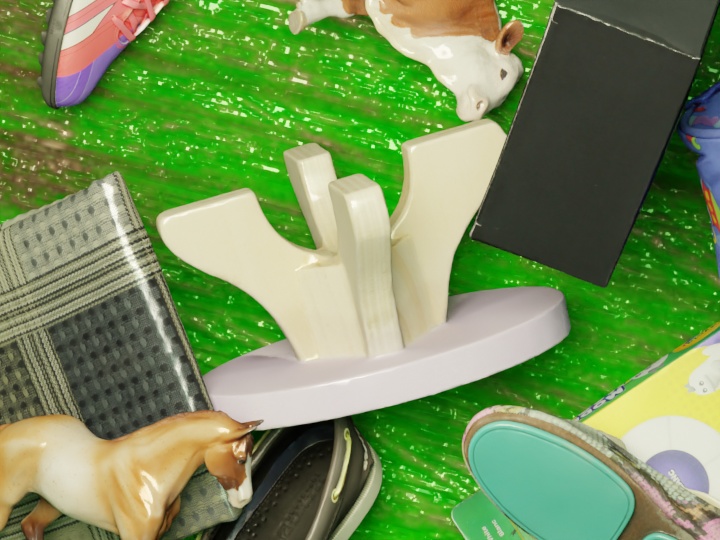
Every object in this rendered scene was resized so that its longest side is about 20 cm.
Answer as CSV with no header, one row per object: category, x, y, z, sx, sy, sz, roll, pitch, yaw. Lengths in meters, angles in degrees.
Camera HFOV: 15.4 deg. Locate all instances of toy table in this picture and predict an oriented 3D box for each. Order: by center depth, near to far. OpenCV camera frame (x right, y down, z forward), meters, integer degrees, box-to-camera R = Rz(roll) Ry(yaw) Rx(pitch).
toy table,0.000,0.000,1.382,0.200,0.184,0.117,-18,103,-19

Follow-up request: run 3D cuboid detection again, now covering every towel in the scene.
towel,-0.158,0.064,1.409,0.200,0.035,0.193,-22,90,39

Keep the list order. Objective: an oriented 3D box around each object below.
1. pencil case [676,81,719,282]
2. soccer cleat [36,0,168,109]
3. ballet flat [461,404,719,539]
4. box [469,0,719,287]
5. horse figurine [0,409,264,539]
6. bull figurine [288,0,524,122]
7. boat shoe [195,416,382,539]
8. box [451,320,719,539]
pencil case,0.212,-0.007,1.329,0.078,0.087,0.200,-30,118,-24
soccer cleat,-0.115,-0.175,1.439,0.073,0.068,0.200,21,88,0
ballet flat,0.142,0.124,1.367,0.200,0.071,0.069,32,122,-2
box,0.129,-0.108,1.330,0.079,0.200,0.141,19,126,5
horse figurine,-0.140,0.122,1.356,0.200,0.050,0.133,13,106,37
bull figurine,0.026,-0.175,1.419,0.121,0.065,0.201,1,80,-29
boat shoe,-0.060,0.156,1.373,0.072,0.061,0.201,18,65,28
box,0.158,0.120,1.422,0.200,0.048,0.117,-34,87,4
